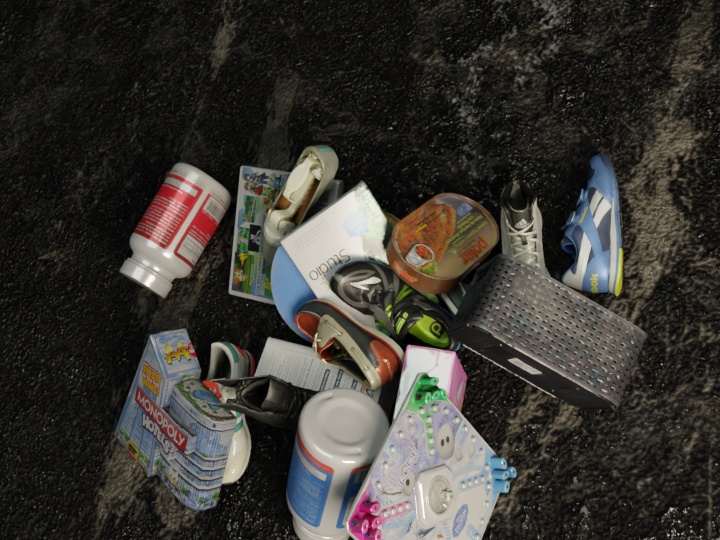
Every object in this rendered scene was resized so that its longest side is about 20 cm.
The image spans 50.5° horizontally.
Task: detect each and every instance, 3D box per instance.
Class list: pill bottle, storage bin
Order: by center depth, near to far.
[{"bbox_3d":[0.217,0.078,0.911,0.197,0.135,0.095,28,78,-2],"label":"storage bin"},{"bbox_3d":[-0.034,0.250,0.934,0.110,0.203,0.113,8,38,-7],"label":"pill bottle"},{"bbox_3d":[-0.304,-0.063,1.245,0.111,0.112,0.203,23,76,29],"label":"pill bottle"}]

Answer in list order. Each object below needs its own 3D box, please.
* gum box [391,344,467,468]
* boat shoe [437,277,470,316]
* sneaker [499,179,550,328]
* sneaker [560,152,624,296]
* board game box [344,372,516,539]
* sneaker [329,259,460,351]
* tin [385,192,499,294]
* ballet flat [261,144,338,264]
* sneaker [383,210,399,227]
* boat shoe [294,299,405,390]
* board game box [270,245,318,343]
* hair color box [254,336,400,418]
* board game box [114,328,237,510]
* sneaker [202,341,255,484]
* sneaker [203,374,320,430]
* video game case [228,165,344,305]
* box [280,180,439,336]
[{"bbox_3d":[0.081,0.210,0.956,0.065,0.114,0.204,6,69,18],"label":"gum box"},{"bbox_3d":[0.145,0.035,1.038,0.061,0.073,0.201,-37,53,3],"label":"boat shoe"},{"bbox_3d":[0.209,-0.027,1.014,0.074,0.115,0.205,-9,64,17],"label":"sneaker"},{"bbox_3d":[0.307,-0.065,1.017,0.081,0.074,0.204,-3,65,23],"label":"sneaker"},{"bbox_3d":[0.090,0.255,0.864,0.026,0.201,0.202,-8,41,47],"label":"board game box"},{"bbox_3d":[0.051,0.050,1.016,0.197,0.083,0.072,31,100,-4],"label":"sneaker"},{"bbox_3d":[0.113,-0.038,1.038,0.111,0.042,0.199,38,43,18],"label":"tin"},{"bbox_3d":[-0.103,-0.095,1.103,0.067,0.063,0.202,39,110,18],"label":"ballet flat"},{"bbox_3d":[-0.025,-0.067,1.166,0.197,0.075,0.089,19,89,33],"label":"sneaker"},{"bbox_3d":[-0.028,0.098,1.010,0.062,0.072,0.198,-36,41,-29],"label":"boat shoe"},{"bbox_3d":[-0.030,0.012,1.105,0.196,0.039,0.161,-22,103,2],"label":"board game box"},{"bbox_3d":[-0.053,0.168,1.065,0.196,0.061,0.102,11,71,27],"label":"hair color box"},{"bbox_3d":[-0.260,0.198,1.068,0.199,0.061,0.204,33,118,36],"label":"board game box"},{"bbox_3d":[-0.201,0.198,1.093,0.069,0.094,0.204,-6,64,19],"label":"sneaker"},{"bbox_3d":[-0.094,0.174,0.983,0.196,0.104,0.061,2,67,23],"label":"sneaker"},{"bbox_3d":[-0.116,-0.047,1.163,0.179,0.022,0.205,11,99,26],"label":"video game case"},{"bbox_3d":[0.000,0.000,1.064,0.143,0.036,0.202,-34,102,4],"label":"box"}]
